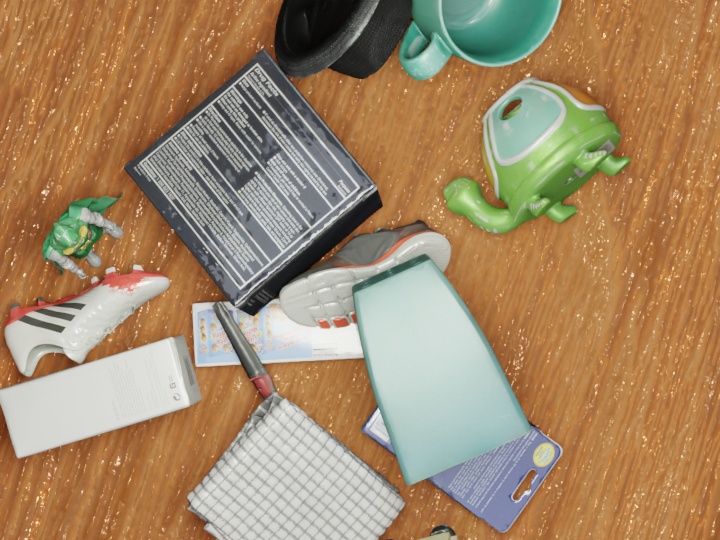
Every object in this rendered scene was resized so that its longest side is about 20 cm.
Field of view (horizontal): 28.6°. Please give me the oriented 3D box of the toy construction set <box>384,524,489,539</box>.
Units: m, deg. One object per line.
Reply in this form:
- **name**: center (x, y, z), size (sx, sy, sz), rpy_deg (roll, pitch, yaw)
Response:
- **toy construction set**: center (0.072, 0.347, 1.544), size (0.198, 0.092, 0.132), rpy_deg (-23, 113, 0)

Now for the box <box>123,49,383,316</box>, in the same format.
- **box**: center (-0.111, -0.091, 1.539), size (0.198, 0.123, 0.201), rpy_deg (-39, 82, 0)

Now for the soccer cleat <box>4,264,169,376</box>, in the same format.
- **soccer cleat**: center (-0.300, 0.057, 1.571), size (0.198, 0.069, 0.086), rpy_deg (-18, 73, 5)

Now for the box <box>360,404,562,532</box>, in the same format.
- **box**: center (0.114, 0.188, 1.583), size (0.199, 0.032, 0.122), rpy_deg (37, 90, 2)

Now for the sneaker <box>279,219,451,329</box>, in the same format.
- **sneaker**: center (0.000, 0.000, 1.570), size (0.198, 0.082, 0.078), rpy_deg (-19, 125, -9)

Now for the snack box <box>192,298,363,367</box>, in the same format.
- **snack box**: center (-0.089, 0.067, 1.592), size (0.197, 0.024, 0.073), rpy_deg (-3, 90, 1)

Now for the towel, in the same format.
- **towel**: center (-0.073, 0.248, 1.547), size (0.200, 0.086, 0.166), rpy_deg (41, 92, -16)

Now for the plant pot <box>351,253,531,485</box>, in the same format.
- **plant pot**: center (0.071, 0.093, 1.488), size (0.140, 0.141, 0.202), rpy_deg (-23, 95, 0)

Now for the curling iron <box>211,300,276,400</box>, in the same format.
- **curling iron**: center (-0.119, 0.127, 1.572), size (0.049, 0.026, 0.202), rpy_deg (-22, 102, 0)

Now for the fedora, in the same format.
- **fedora**: center (-0.004, -0.276, 1.491), size (0.091, 0.200, 0.202), rpy_deg (30, 90, -34)

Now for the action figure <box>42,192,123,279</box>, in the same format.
- **action figure**: center (-0.299, -0.035, 1.510), size (0.054, 0.200, 0.119), rpy_deg (34, 91, 1)

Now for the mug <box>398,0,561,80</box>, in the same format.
- **mug**: center (0.113, -0.302, 1.530), size (0.183, 0.114, 0.154), rpy_deg (-16, 115, -19)

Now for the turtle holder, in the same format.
- **turtle holder**: center (0.191, -0.123, 1.548), size (0.132, 0.140, 0.186), rpy_deg (53, 131, 16)

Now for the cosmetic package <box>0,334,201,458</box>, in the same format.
- **cosmetic package**: center (-0.283, 0.137, 1.553), size (0.198, 0.113, 0.082), rpy_deg (-16, 89, -1)
